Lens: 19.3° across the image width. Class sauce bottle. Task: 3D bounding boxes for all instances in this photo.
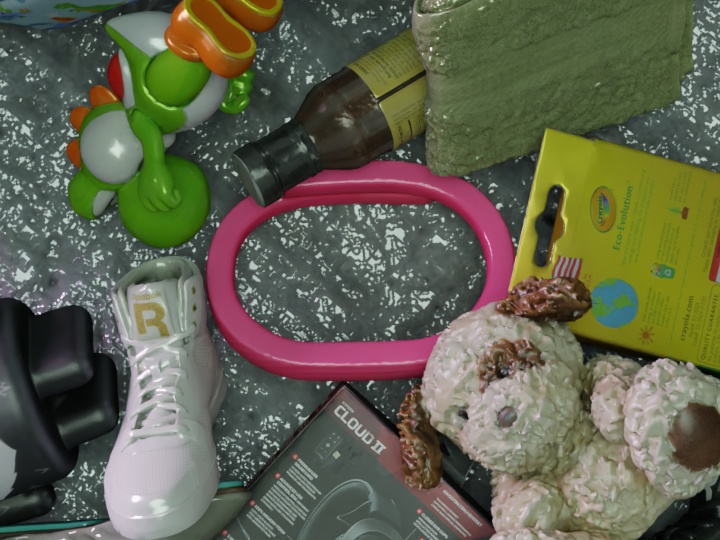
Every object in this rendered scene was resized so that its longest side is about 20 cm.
[{"bbox_3d":[0.010,-0.108,1.355,0.200,0.065,0.065,-30,90,-12],"label":"sauce bottle"}]

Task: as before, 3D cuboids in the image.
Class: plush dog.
[{"bbox_3d":[0.117,0.091,1.290,0.172,0.160,0.200,42,109,2],"label":"plush dog"}]

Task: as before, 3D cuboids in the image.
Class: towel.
[{"bbox_3d":[0.125,-0.143,1.333,0.200,0.037,0.149,-22,134,-16],"label":"towel"}]

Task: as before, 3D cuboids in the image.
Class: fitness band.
[{"bbox_3d":[0.000,0.000,1.360,0.199,0.037,0.144,-2,66,0],"label":"fitness band"}]

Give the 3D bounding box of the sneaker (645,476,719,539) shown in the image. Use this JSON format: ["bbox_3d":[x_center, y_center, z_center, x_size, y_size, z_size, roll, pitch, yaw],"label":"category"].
[{"bbox_3d":[0.205,0.172,1.361,0.199,0.073,0.112,1,89,-20],"label":"sneaker"}]

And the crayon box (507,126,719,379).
[{"bbox_3d":[0.192,-0.007,1.357,0.199,0.051,0.127,15,83,-12],"label":"crayon box"}]

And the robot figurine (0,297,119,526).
[{"bbox_3d":[-0.254,0.092,1.337,0.199,0.125,0.151,-19,85,4],"label":"robot figurine"}]

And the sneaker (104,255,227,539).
[{"bbox_3d":[-0.128,0.068,1.290,0.073,0.200,0.116,-9,118,5],"label":"sneaker"}]

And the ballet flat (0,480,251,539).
[{"bbox_3d":[-0.152,0.178,1.327,0.200,0.067,0.064,-13,80,24],"label":"ballet flat"}]

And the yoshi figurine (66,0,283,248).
[{"bbox_3d":[-0.110,-0.089,1.332,0.112,0.200,0.112,3,51,-36],"label":"yoshi figurine"}]

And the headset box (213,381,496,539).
[{"bbox_3d":[-0.011,0.179,1.366,0.149,0.077,0.200,42,89,-1],"label":"headset box"}]

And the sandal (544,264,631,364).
[{"bbox_3d":[0.148,0.089,1.389,0.076,0.043,0.201,4,84,-9],"label":"sandal"}]

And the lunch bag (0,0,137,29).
[{"bbox_3d":[-0.182,-0.241,1.307,0.082,0.200,0.161,6,81,-40],"label":"lunch bag"}]
